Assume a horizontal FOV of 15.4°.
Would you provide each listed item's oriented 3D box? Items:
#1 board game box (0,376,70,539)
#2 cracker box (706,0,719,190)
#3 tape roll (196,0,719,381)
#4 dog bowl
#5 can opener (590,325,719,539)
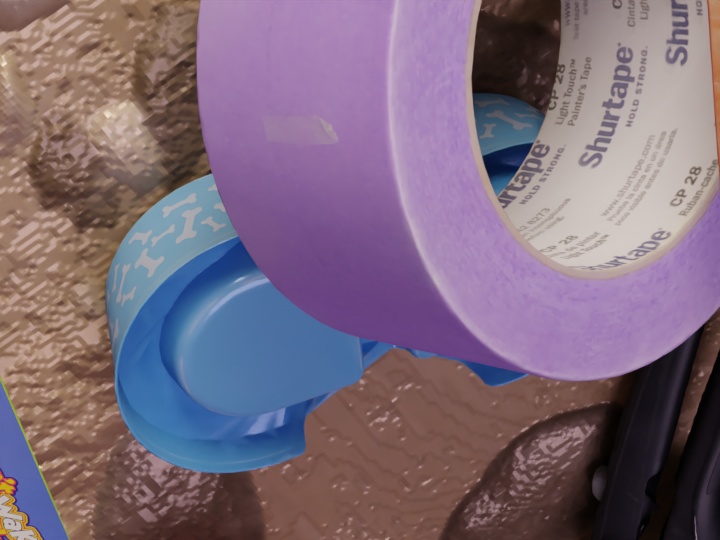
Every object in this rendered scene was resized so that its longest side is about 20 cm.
[{"bbox_3d":[-0.164,0.143,0.933,0.045,0.135,0.200,7,124,-31],"label":"board game box"},{"bbox_3d":[0.172,-0.098,0.852,0.200,0.058,0.134,-31,118,-57],"label":"cracker box"},{"bbox_3d":[0.050,-0.070,0.834,0.200,0.085,0.200,-10,105,-44],"label":"tape roll"},{"bbox_3d":[0.000,0.000,0.957,0.200,0.050,0.112,-19,133,-13],"label":"dog bowl"},{"bbox_3d":[0.129,0.072,1.087,0.063,0.079,0.200,13,126,12],"label":"can opener"}]
